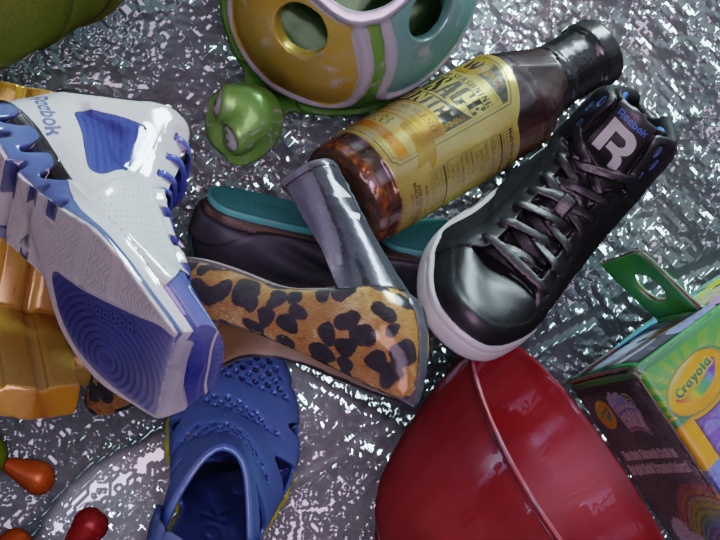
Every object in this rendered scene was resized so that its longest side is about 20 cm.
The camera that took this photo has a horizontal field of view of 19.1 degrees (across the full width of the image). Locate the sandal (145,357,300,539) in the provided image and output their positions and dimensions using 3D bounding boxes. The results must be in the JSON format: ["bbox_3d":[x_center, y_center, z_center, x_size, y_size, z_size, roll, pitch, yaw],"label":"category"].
[{"bbox_3d":[-0.072,0.114,1.138,0.079,0.087,0.201,11,55,-5],"label":"sandal"}]

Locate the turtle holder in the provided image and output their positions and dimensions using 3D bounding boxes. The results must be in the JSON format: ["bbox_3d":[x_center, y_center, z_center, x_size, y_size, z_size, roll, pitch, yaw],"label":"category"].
[{"bbox_3d":[-0.020,-0.152,1.163,0.185,0.132,0.141,-25,90,-8],"label":"turtle holder"}]

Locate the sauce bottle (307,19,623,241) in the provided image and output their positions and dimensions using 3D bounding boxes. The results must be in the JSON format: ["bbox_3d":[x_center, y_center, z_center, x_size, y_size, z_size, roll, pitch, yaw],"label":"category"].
[{"bbox_3d":[0.062,-0.082,1.179,0.200,0.066,0.066,-33,90,-31],"label":"sauce bottle"}]

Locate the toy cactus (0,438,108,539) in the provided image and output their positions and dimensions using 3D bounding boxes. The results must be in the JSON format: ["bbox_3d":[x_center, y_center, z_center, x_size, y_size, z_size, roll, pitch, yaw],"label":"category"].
[{"bbox_3d":[-0.252,0.141,1.145,0.200,0.102,0.165,30,93,-12],"label":"toy cactus"}]

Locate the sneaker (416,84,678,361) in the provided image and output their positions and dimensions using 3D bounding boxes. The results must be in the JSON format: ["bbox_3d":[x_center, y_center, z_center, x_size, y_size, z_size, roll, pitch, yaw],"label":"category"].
[{"bbox_3d":[0.104,-0.040,1.129,0.073,0.112,0.200,40,38,2],"label":"sneaker"}]

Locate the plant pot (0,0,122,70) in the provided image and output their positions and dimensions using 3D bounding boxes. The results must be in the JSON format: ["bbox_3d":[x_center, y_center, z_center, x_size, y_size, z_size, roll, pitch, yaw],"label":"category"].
[{"bbox_3d":[-0.252,-0.157,1.072,0.200,0.200,0.193,47,59,-2],"label":"plant pot"}]

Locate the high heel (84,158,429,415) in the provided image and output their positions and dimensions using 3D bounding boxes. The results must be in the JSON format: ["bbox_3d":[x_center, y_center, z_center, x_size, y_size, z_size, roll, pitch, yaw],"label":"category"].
[{"bbox_3d":[-0.058,0.054,1.102,0.200,0.071,0.143,-40,58,21],"label":"high heel"}]

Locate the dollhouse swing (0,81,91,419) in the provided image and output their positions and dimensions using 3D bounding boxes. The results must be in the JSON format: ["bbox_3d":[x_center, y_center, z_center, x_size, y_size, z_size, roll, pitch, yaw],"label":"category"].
[{"bbox_3d":[-0.223,-0.024,1.097,0.199,0.176,0.182,10,85,-13],"label":"dollhouse swing"}]

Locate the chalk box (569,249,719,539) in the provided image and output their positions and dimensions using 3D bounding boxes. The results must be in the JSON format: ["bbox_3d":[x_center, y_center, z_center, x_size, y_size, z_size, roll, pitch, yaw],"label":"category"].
[{"bbox_3d":[0.207,0.069,1.175,0.124,0.124,0.200,-33,92,-13],"label":"chalk box"}]

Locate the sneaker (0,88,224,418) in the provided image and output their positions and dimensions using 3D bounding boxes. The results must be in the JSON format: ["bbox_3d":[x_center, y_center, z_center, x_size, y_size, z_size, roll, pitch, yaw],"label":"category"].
[{"bbox_3d":[-0.116,-0.031,1.066,0.115,0.081,0.199,-24,60,-38],"label":"sneaker"}]

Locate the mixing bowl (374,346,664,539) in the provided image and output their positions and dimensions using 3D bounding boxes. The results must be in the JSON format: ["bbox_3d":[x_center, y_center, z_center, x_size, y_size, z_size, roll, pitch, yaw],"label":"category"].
[{"bbox_3d":[0.078,0.144,1.142,0.108,0.200,0.200,-35,91,16],"label":"mixing bowl"}]

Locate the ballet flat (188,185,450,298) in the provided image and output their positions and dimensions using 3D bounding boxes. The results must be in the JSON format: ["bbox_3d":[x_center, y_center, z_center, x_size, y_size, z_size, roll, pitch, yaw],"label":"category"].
[{"bbox_3d":[0.000,0.000,1.194,0.199,0.073,0.073,8,85,-12],"label":"ballet flat"}]
